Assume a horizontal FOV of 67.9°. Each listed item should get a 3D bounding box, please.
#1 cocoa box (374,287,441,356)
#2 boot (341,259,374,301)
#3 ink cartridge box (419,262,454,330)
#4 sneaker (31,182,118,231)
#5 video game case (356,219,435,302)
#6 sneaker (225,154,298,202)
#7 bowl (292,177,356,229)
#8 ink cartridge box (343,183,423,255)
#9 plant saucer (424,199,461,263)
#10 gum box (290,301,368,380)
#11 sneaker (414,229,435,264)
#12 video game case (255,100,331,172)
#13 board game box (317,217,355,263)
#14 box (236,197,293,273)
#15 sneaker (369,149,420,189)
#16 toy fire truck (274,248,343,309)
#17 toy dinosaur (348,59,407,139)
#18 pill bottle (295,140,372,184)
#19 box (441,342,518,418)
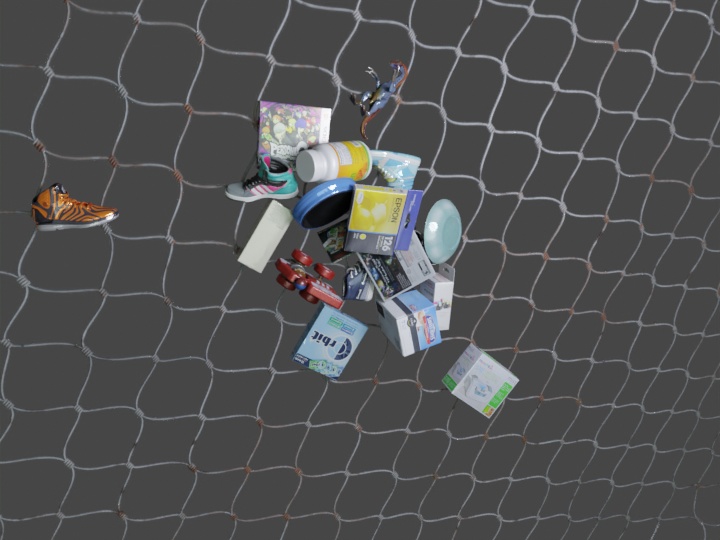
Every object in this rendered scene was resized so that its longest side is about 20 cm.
[{"bbox_3d":[0.144,0.149,1.655,0.130,0.200,0.134,-18,112,-12],"label":"cocoa box"},{"bbox_3d":[0.000,0.000,1.632,0.090,0.073,0.202,1,106,-24],"label":"boot"},{"bbox_3d":[0.240,0.078,1.712,0.067,0.115,0.202,-1,106,-18],"label":"ink cartridge box"},{"bbox_3d":[-0.722,-0.166,1.346,0.198,0.078,0.113,-9,109,-15],"label":"sneaker"},{"bbox_3d":[0.106,-0.026,1.598,0.181,0.023,0.201,-29,115,3],"label":"video game case"},{"bbox_3d":[-0.269,-0.250,1.435,0.198,0.084,0.121,-5,137,-7],"label":"sneaker"},{"bbox_3d":[-0.093,-0.182,1.489,0.199,0.201,0.040,-28,76,-8],"label":"bowl"},{"bbox_3d":[0.063,-0.136,1.489,0.198,0.047,0.199,5,123,-10],"label":"ink cartridge box"},{"bbox_3d":[0.267,-0.118,1.651,0.200,0.038,0.203,-14,108,-47],"label":"plant saucer"},{"bbox_3d":[-0.098,0.223,1.684,0.169,0.045,0.201,30,96,-24],"label":"gum box"},{"bbox_3d":[0.187,-0.068,1.661,0.199,0.099,0.071,35,91,-25],"label":"sneaker"},{"bbox_3d":[-0.186,-0.366,1.483,0.198,0.036,0.183,2,106,-18],"label":"video game case"},{"bbox_3d":[-0.019,-0.109,1.596,0.199,0.023,0.105,-26,78,-8],"label":"board game box"},{"bbox_3d":[-0.270,-0.101,1.518,0.082,0.068,0.201,31,95,-23],"label":"box"},{"bbox_3d":[0.077,-0.284,1.572,0.198,0.080,0.132,6,103,-19],"label":"sneaker"},{"bbox_3d":[-0.150,0.032,1.542,0.199,0.168,0.113,32,94,-24],"label":"toy fire truck"},{"bbox_3d":[0.058,-0.510,1.521,0.181,0.105,0.201,-31,151,-21],"label":"toy dinosaur"},{"bbox_3d":[-0.073,-0.292,1.460,0.199,0.111,0.112,-17,113,-42],"label":"pill bottle"},{"bbox_3d":[0.419,0.384,1.874,0.200,0.097,0.177,37,95,-23],"label":"box"}]
